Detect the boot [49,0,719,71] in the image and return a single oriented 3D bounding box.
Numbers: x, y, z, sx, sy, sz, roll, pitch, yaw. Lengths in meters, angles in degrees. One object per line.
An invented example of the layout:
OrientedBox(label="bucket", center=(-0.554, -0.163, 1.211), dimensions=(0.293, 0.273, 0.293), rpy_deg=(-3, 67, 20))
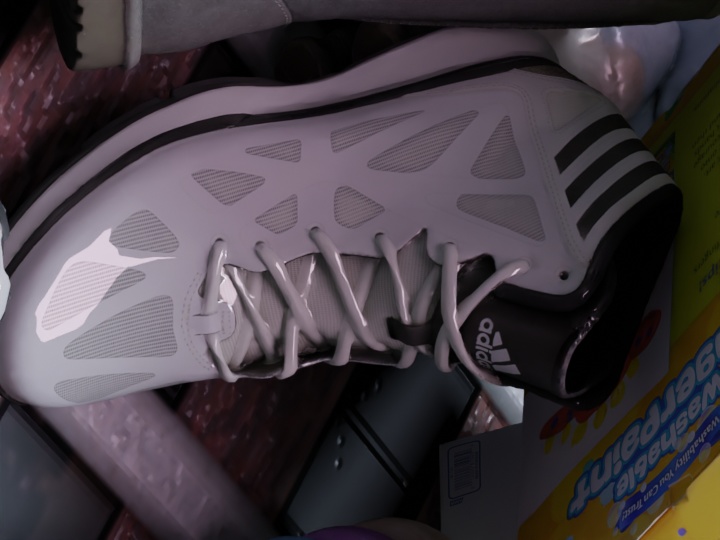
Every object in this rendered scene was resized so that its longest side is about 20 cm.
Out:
OrientedBox(label="boot", center=(0.016, -0.134, 0.767), dimensions=(0.199, 0.073, 0.183), rpy_deg=(-6, 130, -13))

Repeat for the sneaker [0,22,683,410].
OrientedBox(label="sneaker", center=(0.000, 0.000, 0.781), dimensions=(0.200, 0.115, 0.076), rpy_deg=(-24, 131, -23))

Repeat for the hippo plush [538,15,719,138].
OrientedBox(label="hippo plush", center=(0.155, -0.038, 0.977), dimensions=(0.200, 0.160, 0.160), rpy_deg=(-35, 123, -43))

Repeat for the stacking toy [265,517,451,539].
OrientedBox(label="stacking toy", center=(-0.051, 0.110, 0.814), dimensions=(0.199, 0.085, 0.086), rpy_deg=(7, 92, -47))

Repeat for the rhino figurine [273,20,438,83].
OrientedBox(label="rhino figurine", center=(0.021, -0.073, 0.880), dimensions=(0.087, 0.060, 0.201), rpy_deg=(-21, 115, -45))

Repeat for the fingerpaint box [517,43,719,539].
OrientedBox(label="fingerpaint box", center=(0.124, 0.008, 0.806), dimensions=(0.073, 0.200, 0.167), rpy_deg=(25, 38, -16))

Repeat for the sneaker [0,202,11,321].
OrientedBox(label="sneaker", center=(-0.141, 0.067, 0.696), dimensions=(0.090, 0.066, 0.202), rpy_deg=(14, 82, -50))

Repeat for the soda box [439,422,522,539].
OrientedBox(label="soda box", center=(0.066, 0.142, 0.907), dimensions=(0.068, 0.063, 0.201), rpy_deg=(56, 25, -43))
